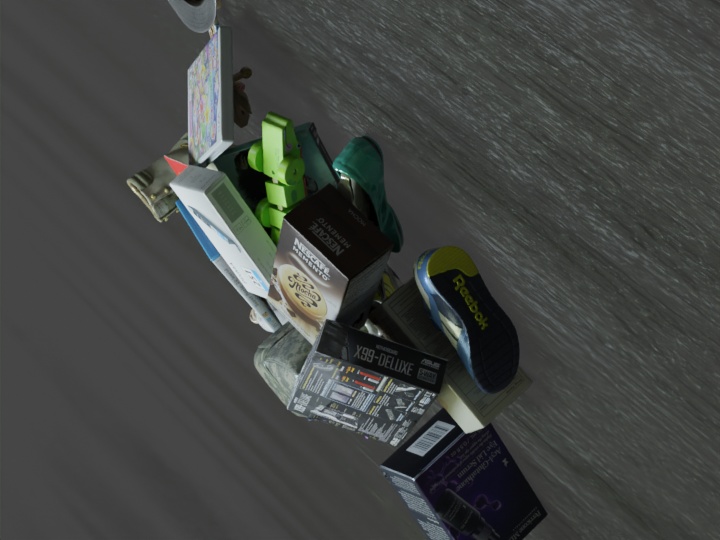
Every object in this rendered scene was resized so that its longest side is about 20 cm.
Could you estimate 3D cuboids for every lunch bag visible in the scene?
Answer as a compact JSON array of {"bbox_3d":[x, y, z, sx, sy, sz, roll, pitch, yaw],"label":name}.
[{"bbox_3d":[-0.035,0.115,1.824,0.139,0.200,0.168,53,162,-9],"label":"lunch bag"}]

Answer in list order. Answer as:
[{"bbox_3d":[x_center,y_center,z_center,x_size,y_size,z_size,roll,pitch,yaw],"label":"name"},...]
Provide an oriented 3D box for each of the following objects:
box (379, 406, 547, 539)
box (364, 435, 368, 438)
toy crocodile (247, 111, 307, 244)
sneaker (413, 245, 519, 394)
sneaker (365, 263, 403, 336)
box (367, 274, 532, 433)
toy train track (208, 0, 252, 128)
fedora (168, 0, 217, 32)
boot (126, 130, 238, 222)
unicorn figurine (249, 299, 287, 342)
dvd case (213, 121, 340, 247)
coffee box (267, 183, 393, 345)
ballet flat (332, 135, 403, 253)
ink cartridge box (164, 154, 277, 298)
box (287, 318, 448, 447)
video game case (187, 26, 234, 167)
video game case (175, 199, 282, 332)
[{"bbox_3d":[0.149,0.316,1.864,0.200,0.148,0.104,56,159,-19],"label":"box"},{"bbox_3d":[0.049,0.141,1.781,0.039,0.137,0.200,43,159,18],"label":"box"},{"bbox_3d":[-0.094,-0.107,1.637,0.067,0.062,0.200,22,130,36],"label":"toy crocodile"},{"bbox_3d":[0.126,0.056,1.561,0.082,0.074,0.200,10,128,64],"label":"sneaker"},{"bbox_3d":[0.000,0.000,1.687,0.075,0.076,0.200,-21,120,27],"label":"sneaker"},{"bbox_3d":[0.112,0.099,1.634,0.200,0.095,0.078,51,161,2],"label":"box"},{"bbox_3d":[-0.167,-0.274,1.668,0.115,0.033,0.200,42,155,42],"label":"toy train track"},{"bbox_3d":[-0.180,-0.372,1.422,0.200,0.090,0.177,58,159,-2],"label":"fedora"},{"bbox_3d":[-0.235,-0.124,1.893,0.200,0.155,0.072,36,157,37],"label":"boot"},{"bbox_3d":[-0.112,0.073,1.997,0.074,0.137,0.200,46,166,-19],"label":"unicorn figurine"},{"bbox_3d":[-0.086,-0.089,1.698,0.146,0.022,0.200,-15,123,22],"label":"dvd case"},{"bbox_3d":[-0.041,0.002,1.577,0.113,0.080,0.200,44,152,16],"label":"coffee box"},{"bbox_3d":[0.002,-0.078,1.586,0.067,0.070,0.200,36,156,34],"label":"ballet flat"},{"bbox_3d":[-0.183,-0.055,1.720,0.176,0.045,0.200,18,148,53],"label":"ink cartridge box"},{"bbox_3d":[0.004,0.144,1.612,0.157,0.050,0.200,19,151,-3],"label":"box"},{"bbox_3d":[-0.191,-0.212,1.644,0.200,0.018,0.143,160,110,-70],"label":"video game case"},{"bbox_3d":[-0.187,-0.006,1.862,0.143,0.018,0.200,53,179,42],"label":"video game case"}]
